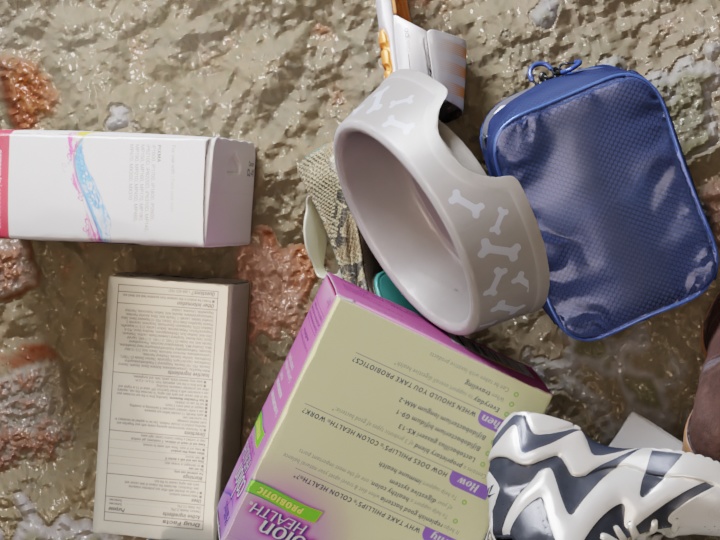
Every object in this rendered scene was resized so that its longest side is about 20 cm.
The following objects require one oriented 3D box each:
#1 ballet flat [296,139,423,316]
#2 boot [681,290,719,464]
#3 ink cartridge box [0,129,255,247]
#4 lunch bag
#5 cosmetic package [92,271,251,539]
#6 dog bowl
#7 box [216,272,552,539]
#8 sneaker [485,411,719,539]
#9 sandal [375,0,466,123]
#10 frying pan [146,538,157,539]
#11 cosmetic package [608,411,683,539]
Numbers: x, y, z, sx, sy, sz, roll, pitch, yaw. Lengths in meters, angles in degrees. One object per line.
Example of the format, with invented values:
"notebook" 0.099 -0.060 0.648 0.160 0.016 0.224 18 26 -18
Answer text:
"ballet flat" 0.000 0.000 1.710 0.075 0.068 0.201 -20 88 31
"boot" 0.286 0.048 1.570 0.072 0.167 0.201 22 60 2
"ink cartridge box" -0.193 -0.063 1.697 0.198 0.148 0.086 4 93 11
"lunch bag" 0.167 -0.060 1.635 0.135 0.132 0.201 -20 97 0
"cosmetic package" -0.145 0.105 1.731 0.103 0.073 0.202 5 93 10
"dog bowl" 0.052 -0.042 1.593 0.058 0.200 0.201 -32 85 -17
"box" 0.015 0.133 1.629 0.175 0.097 0.201 24 96 -9
"sneaker" 0.175 0.185 1.529 0.198 0.080 0.130 18 68 0
"sandal" 0.047 -0.178 1.683 0.059 0.079 0.208 -12 88 13
"frying pan" -0.073 0.238 1.660 0.189 0.115 0.031 19 85 8
"cosmetic package" 0.166 0.211 1.615 0.074 0.102 0.200 31 60 8
